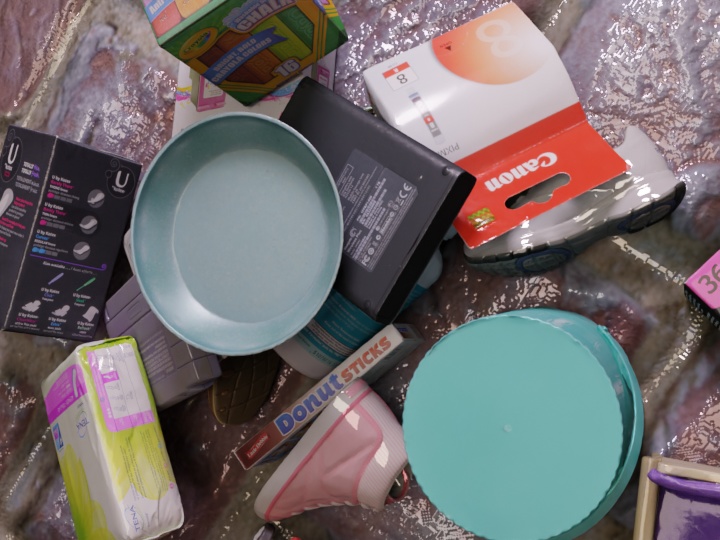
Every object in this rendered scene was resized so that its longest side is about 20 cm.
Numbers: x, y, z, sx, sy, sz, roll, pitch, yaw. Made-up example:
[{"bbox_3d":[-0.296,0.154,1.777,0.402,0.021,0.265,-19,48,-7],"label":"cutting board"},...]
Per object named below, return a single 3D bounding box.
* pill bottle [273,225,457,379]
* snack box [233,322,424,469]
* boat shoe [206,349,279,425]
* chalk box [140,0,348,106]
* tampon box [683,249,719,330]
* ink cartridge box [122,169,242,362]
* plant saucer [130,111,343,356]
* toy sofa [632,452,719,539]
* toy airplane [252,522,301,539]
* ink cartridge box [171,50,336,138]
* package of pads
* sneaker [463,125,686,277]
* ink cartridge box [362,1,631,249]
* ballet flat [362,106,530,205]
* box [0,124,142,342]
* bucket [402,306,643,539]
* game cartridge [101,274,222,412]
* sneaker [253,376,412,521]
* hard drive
[{"bbox_3d":[0.000,0.000,0.818,0.200,0.111,0.111,-42,73,12],"label":"pill bottle"},{"bbox_3d":[-0.029,0.120,0.838,0.200,0.072,0.024,-40,75,13],"label":"snack box"},{"bbox_3d":[-0.124,0.053,0.890,0.067,0.072,0.202,2,86,51],"label":"boat shoe"},{"bbox_3d":[-0.115,-0.249,0.748,0.124,0.200,0.125,-28,74,15],"label":"chalk box"},{"bbox_3d":[0.372,0.034,0.666,0.150,0.126,0.200,-45,72,10],"label":"tampon box"},{"bbox_3d":[-0.162,0.010,0.858,0.200,0.043,0.175,-32,77,54],"label":"ink cartridge box"},{"bbox_3d":[-0.101,-0.030,0.740,0.198,0.036,0.202,0,89,20],"label":"plant saucer"},{"bbox_3d":[0.319,0.204,0.687,0.198,0.097,0.084,7,87,20],"label":"toy sofa"},{"bbox_3d":[-0.124,0.350,0.815,0.198,0.141,0.201,-5,103,6],"label":"toy airplane"},{"bbox_3d":[-0.108,-0.177,0.890,0.143,0.085,0.202,3,85,21],"label":"ink cartridge box"},{"bbox_3d":[-0.253,0.180,0.886,0.154,0.068,0.202,-32,73,50],"label":"package of pads"},{"bbox_3d":[0.182,-0.057,0.785,0.199,0.075,0.088,-23,69,9],"label":"sneaker"},{"bbox_3d":[0.112,-0.133,0.763,0.161,0.050,0.201,-26,53,-6],"label":"ink cartridge box"},{"bbox_3d":[0.073,-0.109,0.824,0.198,0.074,0.075,16,90,21],"label":"ballet flat"},{"bbox_3d":[-0.329,-0.039,0.932,0.122,0.106,0.202,18,92,44],"label":"box"},{"bbox_3d":[0.138,0.128,0.741,0.205,0.135,0.209,-2,85,21],"label":"bucket"},{"bbox_3d":[-0.200,0.068,0.867,0.200,0.038,0.131,-29,82,55],"label":"game cartridge"},{"bbox_3d":[-0.020,0.195,0.807,0.105,0.075,0.201,41,125,7],"label":"sneaker"},{"bbox_3d":[-0.014,-0.066,0.754,0.200,0.033,0.140,37,101,34],"label":"hard drive"}]
